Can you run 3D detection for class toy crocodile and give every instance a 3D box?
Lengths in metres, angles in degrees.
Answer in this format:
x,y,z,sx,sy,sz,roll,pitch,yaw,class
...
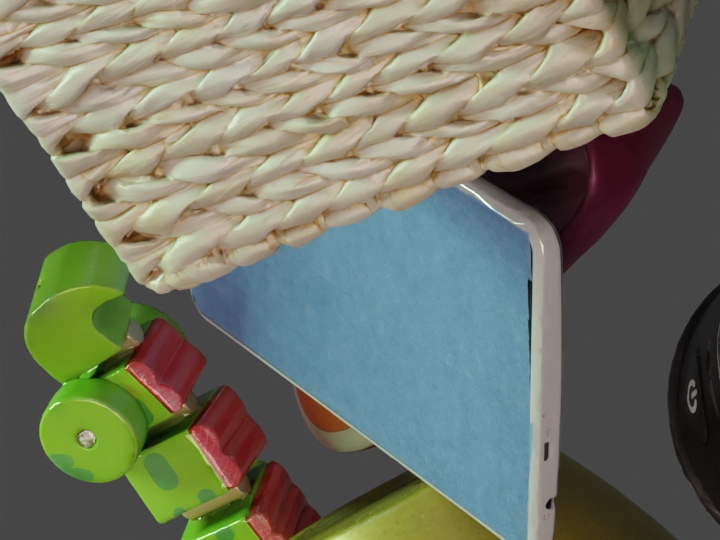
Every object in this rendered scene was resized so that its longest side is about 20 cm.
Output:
x,y,z,sx,sy,sz,roll,pitch,yaw,class
-0.060,0.073,1.113,0.062,0.068,0.200,-24,111,29,toy crocodile

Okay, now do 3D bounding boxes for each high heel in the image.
x,y,z,sx,sy,sz,roll,pitch,yaw,class
0.043,0.002,1.052,0.068,0.096,0.200,61,148,12,high heel

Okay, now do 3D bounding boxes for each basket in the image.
x,y,z,sx,sy,sz,roll,pitch,yaw,class
-0.004,-0.125,0.885,0.198,0.200,0.161,-18,117,28,basket

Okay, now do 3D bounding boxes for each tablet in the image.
x,y,z,sx,sy,sz,roll,pitch,yaw,class
0.000,0.000,1.009,0.200,0.014,0.131,35,136,43,tablet

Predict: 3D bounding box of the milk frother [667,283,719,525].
x,y,z,sx,sy,sz,roll,pitch,yaw,class
0.220,0.032,0.921,0.188,0.199,0.181,111,139,-70,milk frother

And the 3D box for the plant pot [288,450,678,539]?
x,y,z,sx,sy,sz,roll,pitch,yaw,class
0.043,0.141,1.065,0.200,0.200,0.142,-28,91,31,plant pot
